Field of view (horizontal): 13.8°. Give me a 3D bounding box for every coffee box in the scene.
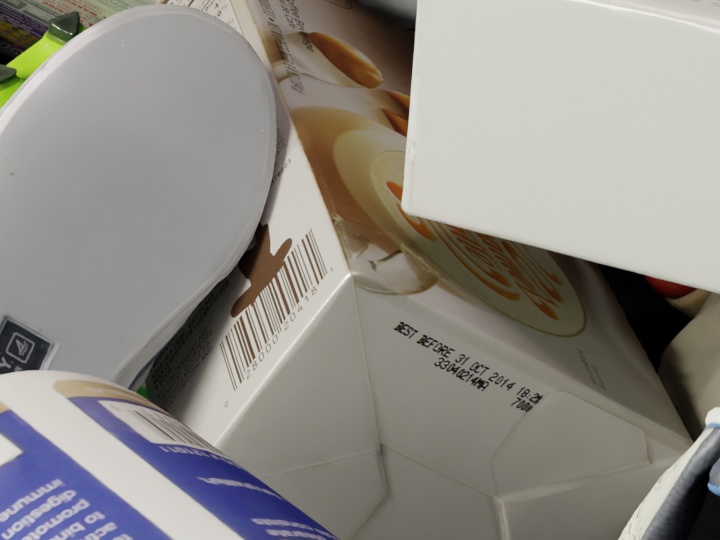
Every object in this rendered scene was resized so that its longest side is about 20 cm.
[{"bbox_3d":[0.000,0.000,0.824,0.114,0.080,0.200,28,21,-26],"label":"coffee box"}]

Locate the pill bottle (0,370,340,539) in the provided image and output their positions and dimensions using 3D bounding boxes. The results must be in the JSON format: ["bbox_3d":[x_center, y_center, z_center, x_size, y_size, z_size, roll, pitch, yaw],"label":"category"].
[{"bbox_3d":[-0.028,0.107,0.594,0.115,0.116,0.200,-11,27,-34],"label":"pill bottle"}]

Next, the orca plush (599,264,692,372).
[{"bbox_3d":[0.113,-0.004,0.952,0.199,0.071,0.105,7,22,3],"label":"orca plush"}]

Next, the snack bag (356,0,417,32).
[{"bbox_3d":[0.025,-0.065,0.969,0.188,0.021,0.200,21,-10,-10],"label":"snack bag"}]

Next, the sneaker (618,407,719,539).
[{"bbox_3d":[0.106,0.042,0.620,0.077,0.200,0.085,34,-4,14],"label":"sneaker"}]

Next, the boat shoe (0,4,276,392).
[{"bbox_3d":[-0.090,0.019,0.742,0.074,0.065,0.200,38,62,-12],"label":"boat shoe"}]

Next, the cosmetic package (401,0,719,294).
[{"bbox_3d":[0.121,-0.038,0.729,0.199,0.071,0.101,15,28,21],"label":"cosmetic package"}]

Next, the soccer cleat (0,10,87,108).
[{"bbox_3d":[-0.141,-0.004,0.912,0.200,0.081,0.068,-30,54,-22],"label":"soccer cleat"}]

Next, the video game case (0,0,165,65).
[{"bbox_3d":[-0.111,-0.092,0.968,0.200,0.023,0.182,26,-15,-21],"label":"video game case"}]

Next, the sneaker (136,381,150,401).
[{"bbox_3d":[-0.103,0.028,0.807,0.200,0.084,0.074,-11,27,-40],"label":"sneaker"}]

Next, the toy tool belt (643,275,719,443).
[{"bbox_3d":[0.146,0.050,0.807,0.123,0.125,0.200,32,19,-19],"label":"toy tool belt"}]
